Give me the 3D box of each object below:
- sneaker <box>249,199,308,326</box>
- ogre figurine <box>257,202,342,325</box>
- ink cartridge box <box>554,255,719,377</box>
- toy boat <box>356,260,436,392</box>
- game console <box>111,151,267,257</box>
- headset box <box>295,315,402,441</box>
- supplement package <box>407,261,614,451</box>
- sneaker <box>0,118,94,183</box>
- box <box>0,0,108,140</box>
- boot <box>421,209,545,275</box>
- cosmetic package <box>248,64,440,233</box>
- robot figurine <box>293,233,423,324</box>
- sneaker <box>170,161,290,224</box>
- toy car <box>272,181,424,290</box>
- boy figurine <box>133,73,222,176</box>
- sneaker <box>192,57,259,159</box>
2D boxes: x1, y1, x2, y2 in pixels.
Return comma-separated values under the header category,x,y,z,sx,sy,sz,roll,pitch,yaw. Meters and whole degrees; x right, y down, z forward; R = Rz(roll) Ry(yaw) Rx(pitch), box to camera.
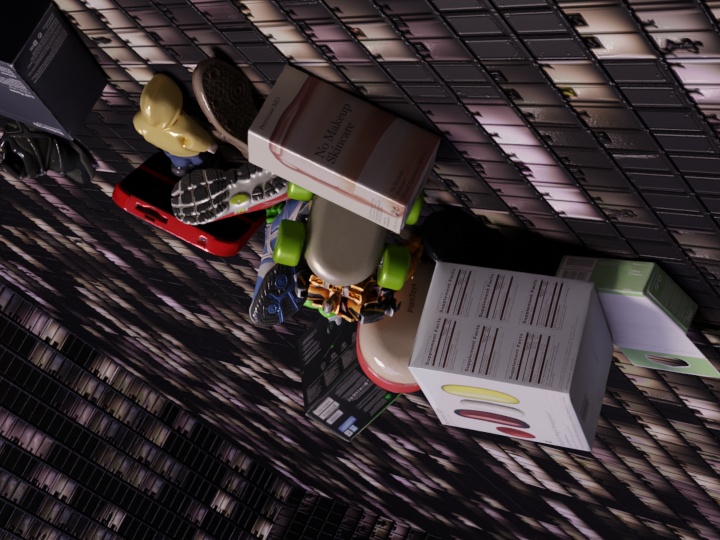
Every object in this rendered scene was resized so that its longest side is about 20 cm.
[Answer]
category,x,y,z,sx,sy,sz,roll,pitch,yaw
sneaker,-0.102,-0.017,1.816,0.075,0.201,0.077,27,177,-36
ogre figurine,-0.067,-0.007,1.879,0.199,0.121,0.098,27,-178,-8
ink cartridge box,0.345,0.056,1.583,0.200,0.048,0.145,38,160,-34
toy boat,0.058,0.086,1.797,0.129,0.201,0.131,11,138,-2
game console,-0.244,-0.097,1.887,0.199,0.031,0.177,27,-154,3
headset box,-0.005,0.123,1.977,0.093,0.174,0.201,36,-159,-26
supplement package,0.188,0.106,1.591,0.198,0.148,0.192,8,155,23
sneaker,-0.514,-0.177,2.107,0.076,0.115,0.200,19,163,30
box,-0.472,-0.288,1.741,0.199,0.105,0.182,21,160,22
boot,0.143,0.001,1.699,0.197,0.074,0.162,31,166,-11
cosmetic package,-0.019,-0.138,1.489,0.199,0.104,0.087,24,161,6
robot figurine,0.000,0.000,1.713,0.144,0.200,0.059,21,121,16
sneaker,-0.167,-0.101,1.783,0.198,0.078,0.085,-9,167,25
toy car,-0.023,-0.062,1.661,0.163,0.159,0.200,13,-179,-7
boy figurine,-0.255,-0.192,1.753,0.123,0.065,0.200,17,159,21
sneaker,-0.164,-0.191,1.610,0.075,0.071,0.200,16,159,36
